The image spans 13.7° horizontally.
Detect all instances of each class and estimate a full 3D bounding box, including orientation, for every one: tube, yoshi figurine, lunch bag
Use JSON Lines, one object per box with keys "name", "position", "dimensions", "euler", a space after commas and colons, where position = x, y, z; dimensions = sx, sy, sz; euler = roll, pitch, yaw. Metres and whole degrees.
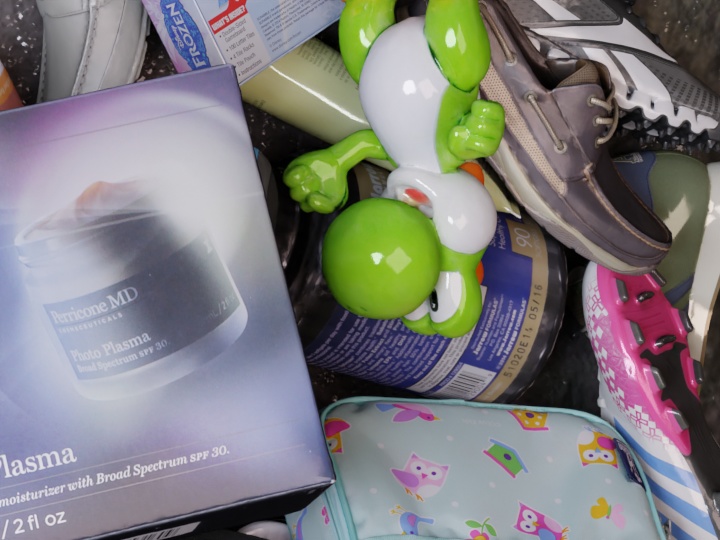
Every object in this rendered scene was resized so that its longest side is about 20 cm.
{"name": "tube", "position": [-0.003, -0.082, 1.570], "dimensions": [0.199, 0.052, 0.058], "euler": [29, 52, -6]}
{"name": "yoshi figurine", "position": [0.018, -0.060, 1.482], "dimensions": [0.111, 0.112, 0.201], "euler": [-8, 99, -10]}
{"name": "lunch bag", "position": [0.068, 0.143, 1.551], "dimensions": [0.199, 0.161, 0.077], "euler": [5, 129, -21]}

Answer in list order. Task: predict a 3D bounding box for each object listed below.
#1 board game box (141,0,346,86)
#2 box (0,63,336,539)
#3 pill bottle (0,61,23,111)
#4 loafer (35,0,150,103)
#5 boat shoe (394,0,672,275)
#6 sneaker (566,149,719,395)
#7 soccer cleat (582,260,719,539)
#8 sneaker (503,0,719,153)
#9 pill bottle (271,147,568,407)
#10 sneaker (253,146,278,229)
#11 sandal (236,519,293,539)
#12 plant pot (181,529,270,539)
{"name": "board game box", "position": [-0.054, -0.219, 1.523], "dimensions": [0.200, 0.041, 0.200], "euler": [-36, 106, -39]}
{"name": "box", "position": [-0.135, 0.030, 1.362], "dimensions": [0.199, 0.123, 0.199], "euler": [-13, 81, -11]}
{"name": "pill bottle", "position": [-0.189, -0.001, 1.497], "dimensions": [0.112, 0.112, 0.201], "euler": [-32, 109, -18]}
{"name": "loafer", "position": [-0.142, -0.153, 1.523], "dimensions": [0.070, 0.070, 0.201], "euler": [14, 82, -32]}
{"name": "boat shoe", "position": [0.101, -0.078, 1.576], "dimensions": [0.073, 0.075, 0.200], "euler": [-42, 109, 18]}
{"name": "sneaker", "position": [0.149, 0.028, 1.691], "dimensions": [0.089, 0.067, 0.201], "euler": [11, 96, -12]}
{"name": "soccer cleat", "position": [0.154, 0.090, 1.637], "dimensions": [0.070, 0.086, 0.201], "euler": [-27, 92, -55]}
{"name": "sneaker", "position": [0.128, -0.130, 1.642], "dimensions": [0.199, 0.066, 0.091], "euler": [21, 83, -12]}
{"name": "pill bottle", "position": [0.000, 0.000, 1.586], "dimensions": [0.199, 0.112, 0.112], "euler": [17, 90, -26]}
{"name": "sneaker", "position": [-0.079, 0.034, 1.492], "dimensions": [0.082, 0.073, 0.201], "euler": [9, 99, -56]}
{"name": "sandal", "position": [-0.024, 0.184, 1.635], "dimensions": [0.206, 0.059, 0.079], "euler": [30, 91, -47]}
{"name": "plant pot", "position": [-0.120, 0.225, 1.478], "dimensions": [0.176, 0.200, 0.201], "euler": [-7, 102, 8]}
